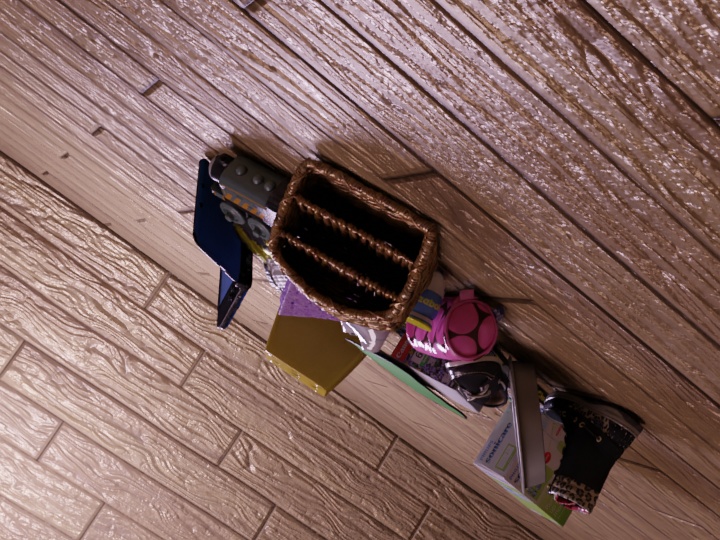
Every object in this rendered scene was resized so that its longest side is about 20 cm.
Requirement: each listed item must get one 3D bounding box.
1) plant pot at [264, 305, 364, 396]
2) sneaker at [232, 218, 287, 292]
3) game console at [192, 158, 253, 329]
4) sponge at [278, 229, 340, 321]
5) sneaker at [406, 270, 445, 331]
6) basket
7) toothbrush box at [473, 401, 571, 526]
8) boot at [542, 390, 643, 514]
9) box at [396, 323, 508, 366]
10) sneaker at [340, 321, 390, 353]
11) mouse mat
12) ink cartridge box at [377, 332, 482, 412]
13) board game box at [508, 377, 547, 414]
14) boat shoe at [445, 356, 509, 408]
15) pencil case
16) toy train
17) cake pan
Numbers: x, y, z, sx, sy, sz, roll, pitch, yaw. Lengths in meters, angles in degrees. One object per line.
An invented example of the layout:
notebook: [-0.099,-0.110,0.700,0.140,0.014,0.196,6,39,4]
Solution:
plant pot: [-0.076,0.121,1.987,0.199,0.177,0.200,33,168,3]
sneaker: [-0.113,-0.035,1.640,0.074,0.085,0.200,6,141,40]
game console: [-0.231,-0.041,1.667,0.118,0.201,0.171,18,130,-19]
sponge: [-0.044,0.011,1.507,0.111,0.030,0.200,8,147,-12]
sneaker: [0.068,0.025,1.470,0.074,0.083,0.200,22,-177,-20]
basket: [-0.016,-0.022,1.321,0.199,0.143,0.149,31,169,12]
toothbrush box: [0.313,0.333,1.862,0.200,0.146,0.086,42,166,-34]
boot: [0.309,0.265,1.569,0.073,0.154,0.203,37,167,-23]
box: [0.130,0.106,1.691,0.199,0.044,0.160,25,165,37]
sneaker: [-0.015,0.054,1.669,0.070,0.081,0.200,1,-149,-30]
mouse mat: [0.076,0.178,1.763,0.200,0.008,0.161,40,170,-36]
ink cartridge box: [0.106,0.151,1.708,0.199,0.051,0.109,26,168,36]
board game box: [0.243,0.194,1.792,0.105,0.024,0.200,39,167,-35]
boat shoe: [0.172,0.162,1.530,0.073,0.061,0.200,-8,166,16]
pencil case: [0.124,0.075,1.481,0.200,0.090,0.094,170,84,-74]
toy train: [-0.130,-0.098,1.500,0.199,0.085,0.114,31,156,24]
cake pan: [0.245,0.225,1.565,0.036,0.202,0.200,-5,161,6]
